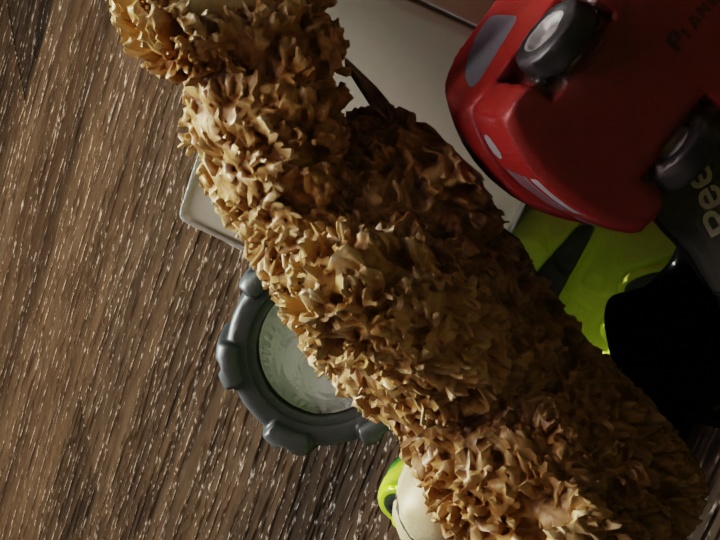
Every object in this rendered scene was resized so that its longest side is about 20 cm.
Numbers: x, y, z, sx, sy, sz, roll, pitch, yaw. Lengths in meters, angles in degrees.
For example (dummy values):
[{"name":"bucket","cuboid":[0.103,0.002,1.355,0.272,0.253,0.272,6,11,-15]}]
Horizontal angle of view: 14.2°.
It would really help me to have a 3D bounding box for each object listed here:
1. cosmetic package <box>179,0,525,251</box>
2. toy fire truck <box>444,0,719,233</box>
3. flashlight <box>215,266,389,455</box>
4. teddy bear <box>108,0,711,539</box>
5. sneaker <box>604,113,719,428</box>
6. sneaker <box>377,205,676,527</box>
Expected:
[{"name":"cosmetic package","cuboid":[0.025,-0.086,0.842,0.200,0.087,0.104,-69,4,-54]},{"name":"toy fire truck","cuboid":[0.082,-0.103,0.715,0.200,0.049,0.141,-54,18,-6]},{"name":"flashlight","cuboid":[-0.005,0.012,0.972,0.200,0.067,0.068,-56,-16,-81]},{"name":"teddy bear","cuboid":[0.000,0.000,0.697,0.067,0.200,0.145,-40,27,-5]},{"name":"sneaker","cuboid":[0.115,-0.027,0.679,0.200,0.090,0.067,115,152,-42]},{"name":"sneaker","cuboid":[0.062,0.026,0.873,0.200,0.074,0.084,114,180,-50]}]
